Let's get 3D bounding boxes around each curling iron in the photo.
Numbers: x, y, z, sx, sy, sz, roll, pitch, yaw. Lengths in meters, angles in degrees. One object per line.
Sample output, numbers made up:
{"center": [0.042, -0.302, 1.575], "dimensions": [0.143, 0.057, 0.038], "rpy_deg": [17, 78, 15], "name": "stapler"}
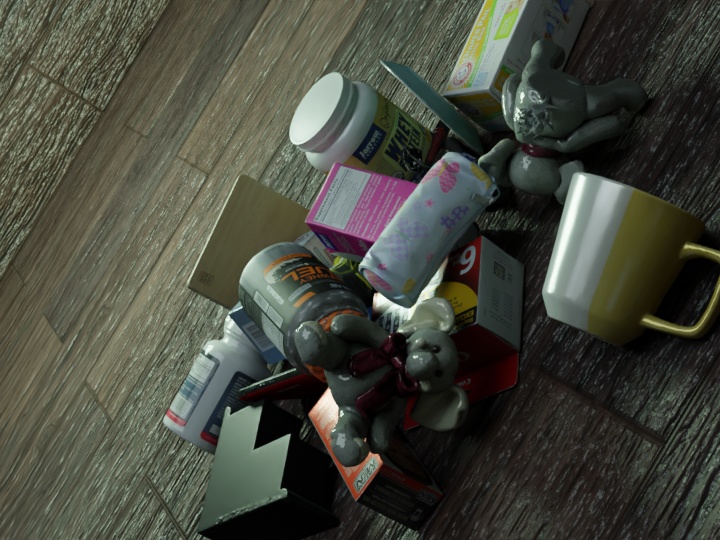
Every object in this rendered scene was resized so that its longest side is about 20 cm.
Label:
{"center": [0.106, -0.198, 1.724], "dimensions": [0.026, 0.049, 0.200], "rpy_deg": [-57, -1, 40], "name": "curling iron"}

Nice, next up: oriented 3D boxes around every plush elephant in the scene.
{"center": [0.234, -0.161, 1.455], "dimensions": [0.200, 0.164, 0.156], "rpy_deg": [-42, -29, -44], "name": "plush elephant"}
{"center": [0.043, 0.116, 1.351], "dimensions": [0.154, 0.200, 0.166], "rpy_deg": [-19, 85, 18], "name": "plush elephant"}

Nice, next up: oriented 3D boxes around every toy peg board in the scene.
{"center": [-0.152, -0.008, 1.852], "dimensions": [0.201, 0.198, 0.098], "rpy_deg": [-67, 13, -21], "name": "toy peg board"}

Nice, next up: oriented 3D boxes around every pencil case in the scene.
{"center": [0.086, -0.049, 1.458], "dimensions": [0.090, 0.083, 0.200], "rpy_deg": [34, 77, 22], "name": "pencil case"}

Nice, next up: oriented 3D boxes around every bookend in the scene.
{"center": [-0.114, 0.265, 1.625], "dimensions": [0.198, 0.092, 0.201], "rpy_deg": [-30, 39, 40], "name": "bookend"}

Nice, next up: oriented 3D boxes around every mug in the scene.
{"center": [0.273, -0.003, 1.236], "dimensions": [0.154, 0.149, 0.186], "rpy_deg": [-67, 22, 1], "name": "mug"}

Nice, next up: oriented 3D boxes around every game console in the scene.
{"center": [-0.062, 0.108, 1.676], "dimensions": [0.199, 0.171, 0.120], "rpy_deg": [-24, 70, 46], "name": "game console"}

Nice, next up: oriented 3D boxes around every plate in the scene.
{"center": [0.107, -0.231, 1.643], "dimensions": [0.026, 0.200, 0.200], "rpy_deg": [-48, 30, 9], "name": "plate"}

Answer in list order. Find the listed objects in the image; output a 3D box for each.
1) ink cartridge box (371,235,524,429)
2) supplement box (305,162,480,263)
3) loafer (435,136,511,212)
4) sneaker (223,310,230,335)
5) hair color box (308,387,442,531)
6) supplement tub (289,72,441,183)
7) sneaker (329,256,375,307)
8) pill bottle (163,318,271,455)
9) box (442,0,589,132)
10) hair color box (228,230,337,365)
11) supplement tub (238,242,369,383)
{"center": [0.102, 0.082, 1.473], "dimensions": [0.199, 0.084, 0.177], "rpy_deg": [-30, 40, 40], "name": "ink cartridge box"}
{"center": [0.042, -0.061, 1.593], "dimensions": [0.199, 0.101, 0.104], "rpy_deg": [19, 73, 31], "name": "supplement box"}
{"center": [0.148, -0.117, 1.616], "dimensions": [0.072, 0.073, 0.200], "rpy_deg": [-55, 19, 14], "name": "loafer"}
{"center": [-0.156, 0.033, 1.943], "dimensions": [0.089, 0.078, 0.202], "rpy_deg": [-7, 65, 46], "name": "sneaker"}
{"center": [0.015, 0.225, 1.455], "dimensions": [0.061, 0.101, 0.200], "rpy_deg": [-53, 30, 9], "name": "hair color box"}
{"center": [0.008, -0.189, 1.755], "dimensions": [0.144, 0.199, 0.145], "rpy_deg": [-37, 35, 33], "name": "supplement tub"}
{"center": [0.000, 0.000, 1.678], "dimensions": [0.084, 0.075, 0.200], "rpy_deg": [-39, 14, 15], "name": "sneaker"}
{"center": [-0.206, 0.176, 1.826], "dimensions": [0.201, 0.119, 0.119], "rpy_deg": [-60, 29, -4], "name": "pill bottle"}
{"center": [0.216, -0.304, 1.643], "dimensions": [0.112, 0.101, 0.201], "rpy_deg": [2, 64, 57], "name": "box"}
{"center": [-0.095, 0.034, 1.734], "dimensions": [0.060, 0.099, 0.200], "rpy_deg": [-25, 18, 46], "name": "hair color box"}
{"center": [-0.067, 0.056, 1.533], "dimensions": [0.123, 0.122, 0.200], "rpy_deg": [-55, 41, 5], "name": "supplement tub"}
